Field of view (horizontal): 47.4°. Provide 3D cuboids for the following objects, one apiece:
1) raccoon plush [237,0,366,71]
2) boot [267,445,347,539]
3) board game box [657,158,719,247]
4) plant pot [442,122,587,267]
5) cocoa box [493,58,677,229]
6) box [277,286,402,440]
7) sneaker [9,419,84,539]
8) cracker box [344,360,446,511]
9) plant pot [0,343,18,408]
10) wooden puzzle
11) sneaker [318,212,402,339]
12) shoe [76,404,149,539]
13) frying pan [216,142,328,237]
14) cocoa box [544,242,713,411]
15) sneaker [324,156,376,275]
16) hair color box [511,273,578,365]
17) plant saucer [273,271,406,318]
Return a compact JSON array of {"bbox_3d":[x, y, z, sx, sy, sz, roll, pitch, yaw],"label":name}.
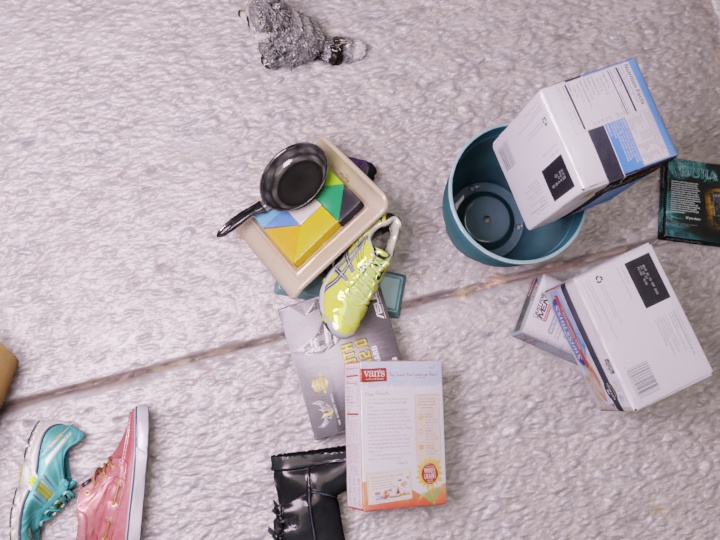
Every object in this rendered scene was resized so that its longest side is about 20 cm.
[{"bbox_3d":[-0.086,-0.381,1.260,0.199,0.134,0.097,-9,81,-8],"label":"raccoon plush"},{"bbox_3d":[-0.039,0.340,1.182,0.197,0.073,0.164,-5,85,-10],"label":"boot"},{"bbox_3d":[0.590,-0.106,1.347,0.199,0.028,0.136,7,80,-5],"label":"board game box"},{"bbox_3d":[0.207,-0.093,1.220,0.199,0.188,0.202,1,81,-7],"label":"plant pot"},{"bbox_3d":[0.274,-0.152,1.033,0.130,0.200,0.134,-20,83,-10],"label":"cocoa box"},{"bbox_3d":[-0.021,0.131,1.219,0.157,0.048,0.201,-16,88,-8],"label":"box"},{"bbox_3d":[-0.438,0.311,1.142,0.079,0.077,0.201,13,79,-13],"label":"sneaker"},{"bbox_3d":[0.049,0.227,1.151,0.133,0.058,0.202,3,81,-26],"label":"cracker box"},{"bbox_3d":[-0.565,0.175,1.107,0.186,0.186,0.200,35,65,0],"label":"plant pot"},{"bbox_3d":[-0.079,-0.084,1.199,0.200,0.037,0.185,-46,54,3],"label":"wooden puzzle"},{"bbox_3d":[0.000,0.000,1.164,0.075,0.076,0.201,26,69,-20],"label":"sneaker"},{"bbox_3d":[-0.347,0.289,1.154,0.090,0.071,0.202,5,85,-11],"label":"shoe"},{"bbox_3d":[-0.115,-0.102,1.189,0.115,0.031,0.191,28,81,36],"label":"frying pan"},{"bbox_3d":[0.379,0.086,1.178,0.133,0.131,0.201,-23,84,-10],"label":"cocoa box"},{"bbox_3d":[-0.011,-0.081,1.247,0.087,0.076,0.201,7,73,-12],"label":"sneaker"},{"bbox_3d":[0.347,0.093,1.271,0.199,0.061,0.100,24,79,-3],"label":"hair color box"},{"bbox_3d":[-0.030,0.020,1.262,0.199,0.019,0.070,11,80,-4],"label":"plant saucer"}]
